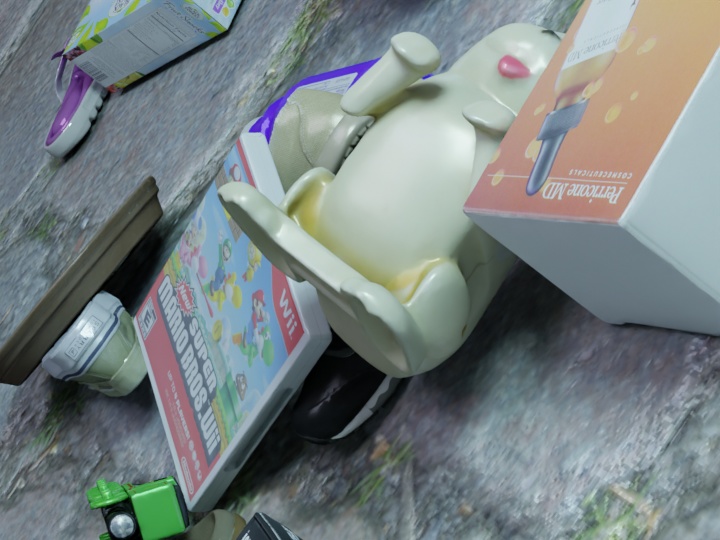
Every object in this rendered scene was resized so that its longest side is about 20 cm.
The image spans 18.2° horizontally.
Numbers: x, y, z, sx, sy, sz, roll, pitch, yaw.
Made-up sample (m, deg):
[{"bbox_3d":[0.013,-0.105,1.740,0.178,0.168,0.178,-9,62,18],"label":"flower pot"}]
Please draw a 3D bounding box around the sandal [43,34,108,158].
[{"bbox_3d":[-0.262,-0.188,2.087,0.082,0.050,0.203,-38,28,32],"label":"sandal"}]

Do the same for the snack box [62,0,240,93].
[{"bbox_3d":[-0.161,-0.263,1.975,0.200,0.068,0.169,-21,40,54],"label":"snack box"}]

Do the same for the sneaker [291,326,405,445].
[{"bbox_3d":[0.000,0.000,1.294,0.201,0.087,0.076,-60,24,-11],"label":"sneaker"}]

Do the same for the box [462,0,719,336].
[{"bbox_3d":[0.167,-0.080,1.064,0.201,0.106,0.152,-59,24,-11],"label":"box"}]

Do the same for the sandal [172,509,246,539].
[{"bbox_3d":[-0.147,0.203,1.342,0.200,0.054,0.081,-43,26,24],"label":"sandal"}]

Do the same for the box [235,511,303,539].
[{"bbox_3d":[-0.077,0.238,1.166,0.200,0.043,0.160,-54,20,2],"label":"box"}]

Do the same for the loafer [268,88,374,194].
[{"bbox_3d":[-0.041,-0.027,1.365,0.068,0.075,0.201,44,122,28],"label":"loafer"}]

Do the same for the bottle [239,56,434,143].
[{"bbox_3d":[-0.014,-0.087,1.442,0.065,0.083,0.200,-57,24,-20],"label":"bottle"}]

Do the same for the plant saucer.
[{"bbox_3d":[-0.211,0.013,1.681,0.200,0.029,0.200,-50,3,4],"label":"plant saucer"}]

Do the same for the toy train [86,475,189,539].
[{"bbox_3d":[-0.133,0.143,1.343,0.056,0.042,0.200,-17,-1,-8],"label":"toy train"}]

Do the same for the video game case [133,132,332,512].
[{"bbox_3d":[-0.081,0.034,1.339,0.200,0.017,0.144,-55,46,47],"label":"video game case"}]

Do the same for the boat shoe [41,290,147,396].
[{"bbox_3d":[-0.182,0.060,1.585,0.072,0.062,0.200,-50,5,-2],"label":"boat shoe"}]

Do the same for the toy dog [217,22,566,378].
[{"bbox_3d":[0.060,-0.043,1.187,0.200,0.194,0.139,-47,49,-8],"label":"toy dog"}]
